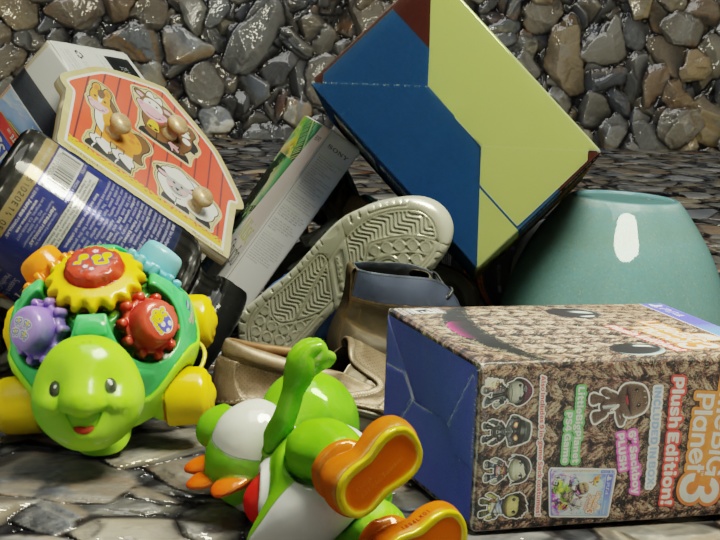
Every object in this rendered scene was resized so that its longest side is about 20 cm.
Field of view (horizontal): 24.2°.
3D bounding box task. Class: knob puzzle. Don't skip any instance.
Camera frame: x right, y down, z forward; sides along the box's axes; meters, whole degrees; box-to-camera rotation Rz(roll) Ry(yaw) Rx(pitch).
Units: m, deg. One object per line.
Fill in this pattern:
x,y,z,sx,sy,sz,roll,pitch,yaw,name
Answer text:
-0.174,-0.114,1.439,0.219,0.030,0.220,36,26,-20,knob puzzle

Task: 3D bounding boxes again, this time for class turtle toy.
-0.165,0.048,1.064,0.144,0.102,0.201,-3,36,-2,turtle toy

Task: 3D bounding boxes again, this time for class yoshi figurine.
-0.016,0.097,0.917,0.111,0.114,0.199,16,-1,-33,yoshi figurine

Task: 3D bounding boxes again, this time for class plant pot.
0.214,0.006,1.396,0.198,0.136,0.200,4,10,-1,plant pot

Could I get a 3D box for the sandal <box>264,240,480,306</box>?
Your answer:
0.005,0.021,1.483,0.198,0.081,0.054,10,32,15,sandal

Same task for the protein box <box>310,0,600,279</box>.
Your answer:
0.078,-0.113,1.390,0.199,0.135,0.200,48,1,4,protein box

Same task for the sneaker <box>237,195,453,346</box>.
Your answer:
-0.001,-0.001,1.332,0.199,0.077,0.111,-38,-2,23,sneaker

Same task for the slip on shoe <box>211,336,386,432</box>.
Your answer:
-0.003,0.076,1.141,0.198,0.061,0.076,1,9,-8,slip on shoe

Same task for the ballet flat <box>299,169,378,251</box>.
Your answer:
-0.017,-0.038,1.440,0.072,0.068,0.200,-28,28,-5,ballet flat

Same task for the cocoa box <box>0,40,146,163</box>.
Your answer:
-0.232,-0.085,1.510,0.201,0.131,0.133,53,20,15,cocoa box

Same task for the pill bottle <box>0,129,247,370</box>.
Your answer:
-0.185,-0.003,1.205,0.199,0.112,0.112,34,3,-12,pill bottle

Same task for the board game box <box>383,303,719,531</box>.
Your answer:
0.131,0.084,1.027,0.198,0.098,0.159,-1,10,-19,board game box

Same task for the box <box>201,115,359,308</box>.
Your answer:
-0.082,-0.039,1.439,0.036,0.201,0.144,36,1,-14,box

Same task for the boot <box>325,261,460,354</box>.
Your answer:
0.069,0.044,1.238,0.198,0.098,0.075,-1,16,-22,boot

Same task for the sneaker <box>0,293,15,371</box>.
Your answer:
-0.253,0.038,1.274,0.199,0.078,0.080,12,42,-52,sneaker

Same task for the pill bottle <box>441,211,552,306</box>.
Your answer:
0.132,-0.013,1.586,0.105,0.107,0.200,-2,10,-28,pill bottle
